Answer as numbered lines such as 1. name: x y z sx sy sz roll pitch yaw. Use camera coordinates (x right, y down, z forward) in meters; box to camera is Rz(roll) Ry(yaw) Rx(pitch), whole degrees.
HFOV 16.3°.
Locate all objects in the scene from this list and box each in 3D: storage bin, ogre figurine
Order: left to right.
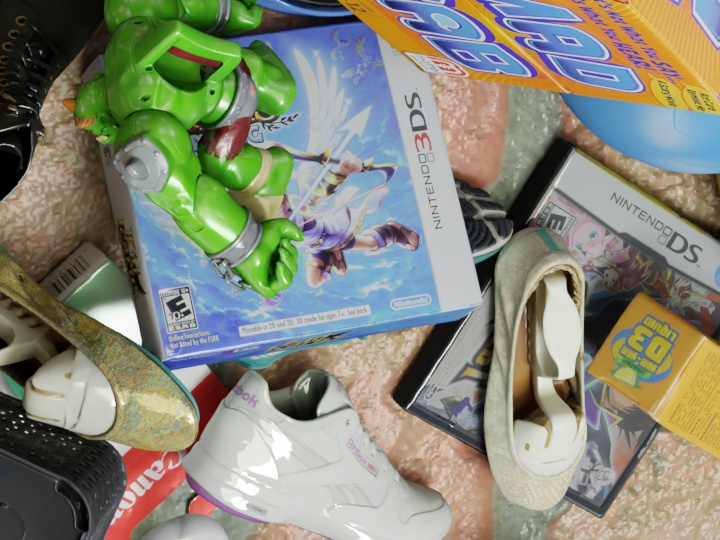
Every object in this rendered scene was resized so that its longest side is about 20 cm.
1. storage bin: -0.247 0.132 1.398 0.200 0.094 0.135 25 102 4
2. ogre figurine: -0.089 -0.092 1.355 0.120 0.098 0.200 29 62 -44

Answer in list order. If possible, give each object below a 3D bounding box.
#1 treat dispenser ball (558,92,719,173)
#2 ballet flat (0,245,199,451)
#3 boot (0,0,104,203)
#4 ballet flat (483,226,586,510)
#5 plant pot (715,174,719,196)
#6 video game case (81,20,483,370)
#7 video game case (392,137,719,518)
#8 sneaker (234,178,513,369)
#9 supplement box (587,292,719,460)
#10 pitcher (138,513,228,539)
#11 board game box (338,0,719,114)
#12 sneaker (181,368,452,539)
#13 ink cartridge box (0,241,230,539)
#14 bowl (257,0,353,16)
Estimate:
1. treat dispenser ball: 0.203 -0.157 1.490 0.201 0.201 0.201 -8 112 -22
2. ballet flat: -0.181 0.046 1.406 0.071 0.200 0.071 -47 164 -18
3. boot: -0.178 -0.109 1.370 0.077 0.138 0.200 38 89 -29
4. ballet flat: 0.113 0.072 1.583 0.067 0.062 0.200 -13 114 -19
5. plant pot: 0.308 -0.053 1.595 0.142 0.200 0.200 44 87 -15
6. video game case: -0.044 -0.047 1.457 0.200 0.045 0.182 -10 79 -21
7. video game case: 0.144 0.041 1.635 0.181 0.025 0.200 30 94 -30
8. sneaker: 0.000 0.000 1.541 0.200 0.078 0.080 -21 145 -21
9. supplement box: 0.230 0.082 1.631 0.200 0.067 0.069 26 97 -51
10. pitcher: -0.165 0.233 1.504 0.200 0.121 0.172 -19 132 -22
11. board game box: 0.101 -0.220 1.328 0.200 0.200 0.200 33 71 -57
12. sneaker: -0.011 0.119 1.556 0.200 0.075 0.100 20 99 -38
13. ink cartridge box: -0.155 0.105 1.511 0.161 0.050 0.200 -44 118 -4
14. bowl: -0.014 -0.243 1.453 0.200 0.039 0.201 -8 111 -22
